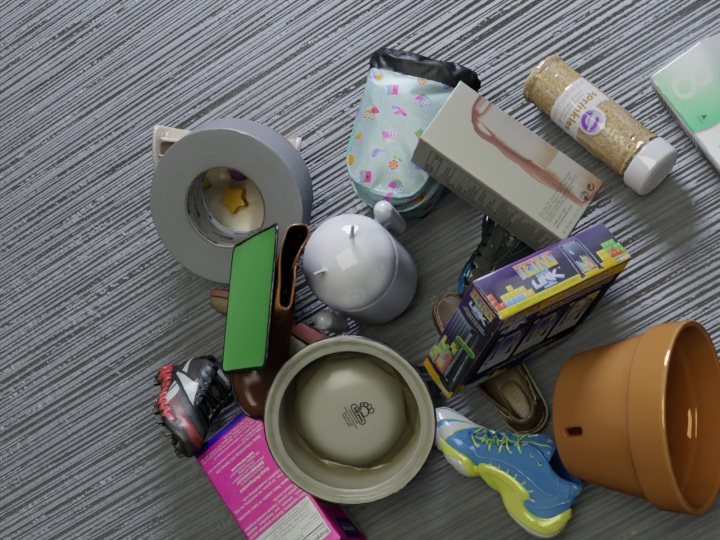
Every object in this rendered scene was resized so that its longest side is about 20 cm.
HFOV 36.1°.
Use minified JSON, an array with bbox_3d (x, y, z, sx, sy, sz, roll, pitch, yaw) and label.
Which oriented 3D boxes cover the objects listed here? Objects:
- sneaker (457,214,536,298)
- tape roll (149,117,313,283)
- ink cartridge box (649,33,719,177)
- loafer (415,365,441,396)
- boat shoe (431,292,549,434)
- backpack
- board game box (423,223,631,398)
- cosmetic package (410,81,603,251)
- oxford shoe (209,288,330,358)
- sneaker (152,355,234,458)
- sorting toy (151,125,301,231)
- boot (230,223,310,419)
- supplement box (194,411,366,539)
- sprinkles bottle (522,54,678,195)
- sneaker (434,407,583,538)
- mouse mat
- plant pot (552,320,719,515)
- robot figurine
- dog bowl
[{"bbox_3d":[0.188,-0.044,1.348,0.081,0.073,0.201,24,82,-5],"label":"sneaker"},{"bbox_3d":[-0.162,-0.088,1.393,0.198,0.066,0.202,4,110,10],"label":"tape roll"},{"bbox_3d":[0.467,-0.217,1.291,0.199,0.050,0.162,-36,68,11],"label":"ink cartridge box"},{"bbox_3d":[0.010,0.169,1.357,0.198,0.073,0.073,-15,101,11],"label":"loafer"},{"bbox_3d":[0.152,0.102,1.310,0.075,0.075,0.203,-42,67,6],"label":"boat shoe"},{"bbox_3d":[0.054,-0.168,1.384,0.165,0.127,0.202,16,86,19],"label":"backpack"},{"bbox_3d":[0.182,0.045,1.217,0.199,0.166,0.057,-22,63,-32],"label":"board game box"},{"bbox_3d":[0.165,-0.114,1.266,0.199,0.103,0.088,35,81,1],"label":"cosmetic package"},{"bbox_3d":[-0.121,0.085,1.416,0.199,0.070,0.075,26,89,23],"label":"oxford shoe"},{"bbox_3d":[-0.206,0.162,1.382,0.097,0.201,0.071,-25,111,-1],"label":"sneaker"},{"bbox_3d":[-0.173,-0.091,1.467,0.198,0.107,0.182,6,92,10],"label":"sorting toy"},{"bbox_3d":[-0.094,0.065,1.272,0.068,0.200,0.190,18,70,-9],"label":"boot"},{"bbox_3d":[-0.098,0.275,1.344,0.103,0.101,0.201,-39,68,6],"label":"supplement box"},{"bbox_3d":[0.287,-0.177,1.334,0.068,0.068,0.200,-47,66,4],"label":"sprinkles bottle"},{"bbox_3d":[0.174,0.206,1.266,0.200,0.076,0.105,41,118,13],"label":"sneaker"},{"bbox_3d":[-0.129,0.037,1.280,0.007,0.200,0.163,7,81,-19],"label":"mouse mat"},{"bbox_3d":[0.298,0.157,1.193,0.139,0.199,0.202,-4,75,35],"label":"plant pot"},{"bbox_3d":[0.000,0.000,1.321,0.112,0.200,0.171,25,85,22],"label":"robot figurine"},{"bbox_3d":[-0.010,0.165,1.283,0.198,0.074,0.202,1,101,5],"label":"dog bowl"}]
